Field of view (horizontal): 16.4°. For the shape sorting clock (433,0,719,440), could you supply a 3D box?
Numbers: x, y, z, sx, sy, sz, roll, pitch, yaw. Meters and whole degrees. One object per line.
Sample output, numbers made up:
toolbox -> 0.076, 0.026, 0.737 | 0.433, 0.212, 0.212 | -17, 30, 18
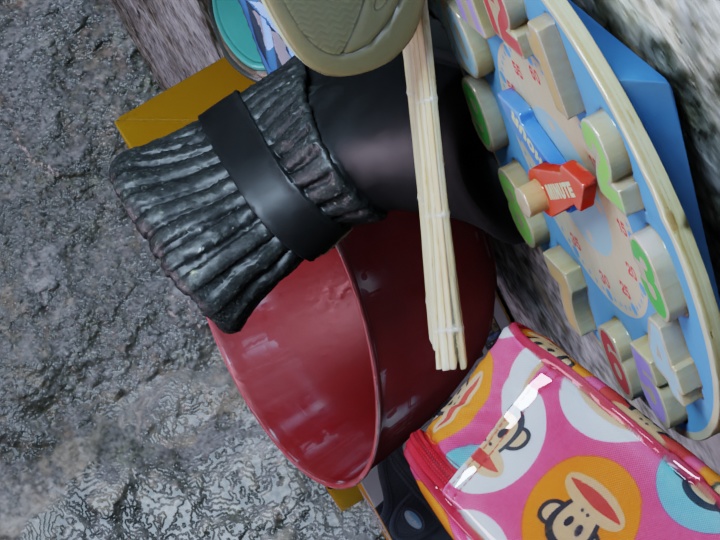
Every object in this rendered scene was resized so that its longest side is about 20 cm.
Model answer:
shape sorting clock -> 0.073, -0.031, 0.862 | 0.200, 0.039, 0.201 | 157, 90, -81

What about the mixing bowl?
mixing bowl -> 0.000, 0.000, 1.294 | 0.200, 0.108, 0.201 | 44, 146, 41

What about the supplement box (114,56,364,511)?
supplement box -> -0.026, -0.004, 1.523 | 0.197, 0.132, 0.200 | 54, 172, 47

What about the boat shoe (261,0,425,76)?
boat shoe -> -0.027, -0.167, 0.874 | 0.066, 0.072, 0.202 | -168, 61, -76

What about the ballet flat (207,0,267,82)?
ballet flat -> -0.051, -0.162, 1.337 | 0.068, 0.068, 0.200 | 51, -166, -50

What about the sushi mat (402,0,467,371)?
sushi mat -> 0.022, -0.067, 0.931 | 0.096, 0.012, 0.201 | -100, 4, -86

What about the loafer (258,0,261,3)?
loafer -> -0.026, -0.152, 1.034 | 0.070, 0.075, 0.200 | 62, 176, 21

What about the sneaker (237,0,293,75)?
sneaker -> -0.024, -0.134, 1.180 | 0.201, 0.066, 0.078 | 60, 171, 4

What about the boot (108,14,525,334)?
boot -> -0.008, -0.031, 1.048 | 0.080, 0.158, 0.211 | 60, 170, -29

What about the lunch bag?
lunch bag -> 0.121, 0.116, 0.899 | 0.200, 0.082, 0.176 | 45, -174, 35

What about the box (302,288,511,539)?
box -> 0.049, 0.090, 1.410 | 0.200, 0.119, 0.041 | 62, 175, -26
